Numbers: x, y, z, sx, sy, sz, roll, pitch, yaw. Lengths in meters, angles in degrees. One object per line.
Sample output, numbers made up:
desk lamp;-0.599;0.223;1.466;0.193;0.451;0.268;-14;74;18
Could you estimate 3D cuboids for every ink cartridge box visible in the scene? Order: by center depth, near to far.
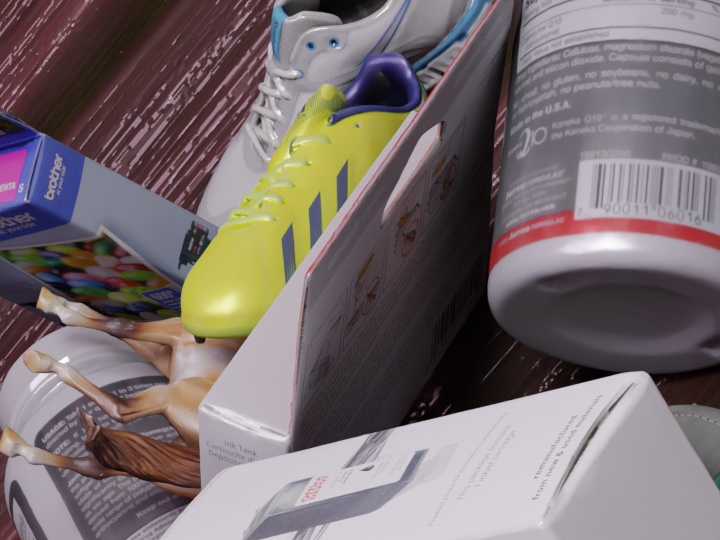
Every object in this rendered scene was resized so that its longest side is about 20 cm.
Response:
ink cartridge box;0.037;0.129;0.843;0.200;0.146;0.085;-16;24;43
ink cartridge box;0.000;0.000;0.971;0.045;0.176;0.200;19;45;16
ink cartridge box;-0.139;-0.014;1.142;0.119;0.200;0.042;-9;60;42

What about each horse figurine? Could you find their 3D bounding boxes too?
horse figurine;-0.078;0.050;1.038;0.200;0.132;0.050;-90;16;-67

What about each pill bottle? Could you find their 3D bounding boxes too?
pill bottle;0.116;-0.070;0.989;0.114;0.114;0.200;-14;58;39
pill bottle;-0.093;0.111;1.093;0.111;0.111;0.200;-50;43;11

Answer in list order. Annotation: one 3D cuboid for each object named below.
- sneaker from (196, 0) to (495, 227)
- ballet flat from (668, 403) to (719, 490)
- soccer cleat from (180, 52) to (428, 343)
sneaker;-0.024;-0.091;1.161;0.200;0.087;0.075;-49;44;14
ballet flat;0.103;0.080;0.925;0.064;0.067;0.200;-48;9;-13
soccer cleat;-0.025;-0.033;1.060;0.065;0.084;0.200;5;28;26
